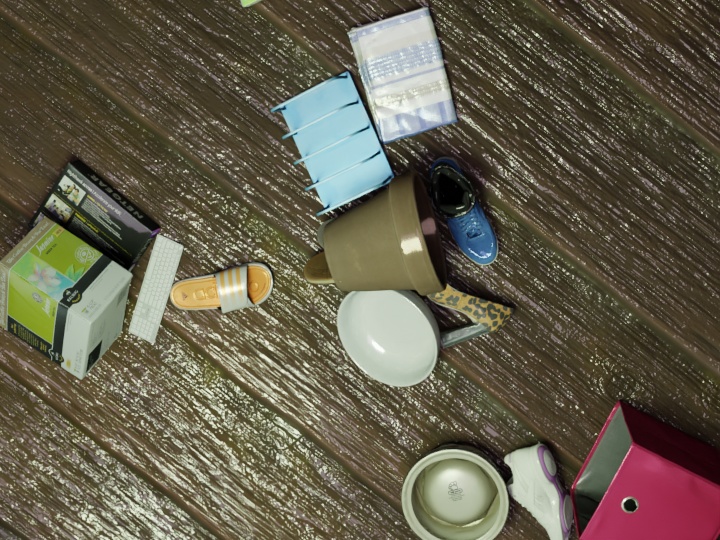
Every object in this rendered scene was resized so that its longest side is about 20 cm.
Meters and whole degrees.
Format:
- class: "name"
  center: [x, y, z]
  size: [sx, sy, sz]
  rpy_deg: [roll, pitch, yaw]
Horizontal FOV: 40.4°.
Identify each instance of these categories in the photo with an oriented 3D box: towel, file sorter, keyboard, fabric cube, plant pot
- class: "towel"
  center: [0.073, -0.330, 1.653]
  size: [0.144, 0.024, 0.204]
  rpy_deg: [-15, 103, 10]
- class: "file sorter"
  center: [-0.049, -0.210, 1.647]
  size: [0.137, 0.123, 0.203]
  rpy_deg: [-23, 97, 15]
- class: "keyboard"
  center: [-0.382, 0.035, 1.826]
  size: [0.055, 0.011, 0.203]
  rpy_deg: [21, 106, 4]
- class: "fabric cube"
  center: [0.493, 0.380, 1.667]
  size: [0.196, 0.200, 0.199]
  rpy_deg: [26, 106, 2]
- class: "plant pot"
  center: [0.036, -0.044, 1.598]
  size: [0.171, 0.200, 0.204]
  rpy_deg: [-14, 101, 14]

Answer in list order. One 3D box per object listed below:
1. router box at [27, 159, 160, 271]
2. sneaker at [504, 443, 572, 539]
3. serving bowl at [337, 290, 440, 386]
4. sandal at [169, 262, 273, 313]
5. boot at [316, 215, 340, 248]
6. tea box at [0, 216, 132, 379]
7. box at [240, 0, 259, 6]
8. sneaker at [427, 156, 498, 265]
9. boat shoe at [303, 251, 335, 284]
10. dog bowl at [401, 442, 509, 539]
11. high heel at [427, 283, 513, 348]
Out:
- class: "router box"
  center: [-0.488, -0.080, 1.793]
  size: [0.199, 0.051, 0.150]
  rpy_deg: [39, 105, -2]
- class: "sneaker"
  center: [0.325, 0.409, 1.780]
  size: [0.098, 0.075, 0.204]
  rpy_deg: [-15, 101, 32]
- class: "serving bowl"
  center: [0.058, 0.102, 1.723]
  size: [0.197, 0.066, 0.204]
  rpy_deg: [16, 124, 24]
- class: "sandal"
  center: [-0.257, 0.043, 1.781]
  size: [0.202, 0.059, 0.081]
  rpy_deg: [-12, 102, 12]
- class: "boot"
  center: [0.018, -0.083, 1.707]
  size: [0.196, 0.075, 0.075]
  rpy_deg: [-12, 92, -3]
- class: "tea box"
  center: [-0.530, 0.051, 1.745]
  size: [0.195, 0.134, 0.201]
  rpy_deg: [32, 140, 2]
- class: "box"
  center: [-0.135, -0.548, 1.628]
  size: [0.197, 0.036, 0.147]
  rpy_deg: [-21, 100, 12]
- class: "sneaker"
  center: [0.172, -0.091, 1.649]
  size: [0.076, 0.111, 0.203]
  rpy_deg: [-22, 100, 14]
- class: "boat shoe"
  center: [0.000, 0.000, 1.719]
  size: [0.196, 0.073, 0.073]
  rpy_deg: [-13, 140, -2]
- class: "dog bowl"
  center: [0.176, 0.407, 1.793]
  size: [0.195, 0.074, 0.205]
  rpy_deg: [2, 104, 10]
- class: "high heel"
  center: [0.178, 0.021, 1.708]
  size: [0.140, 0.071, 0.204]
  rpy_deg: [-19, 98, 2]
